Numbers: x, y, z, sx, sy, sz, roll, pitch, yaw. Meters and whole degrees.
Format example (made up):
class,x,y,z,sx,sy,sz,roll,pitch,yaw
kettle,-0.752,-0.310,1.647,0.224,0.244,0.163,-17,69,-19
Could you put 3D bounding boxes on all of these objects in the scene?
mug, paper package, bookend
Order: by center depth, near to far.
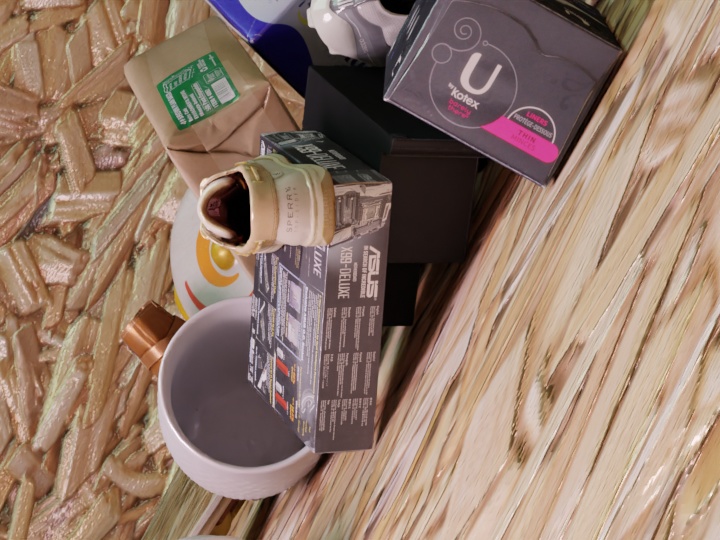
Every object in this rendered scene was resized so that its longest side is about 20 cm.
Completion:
class,x,y,z,sx,sy,sz,roll,pitch,yaw
bookend,0.022,-0.034,1.586,0.200,0.092,0.199,-134,47,-63
mug,-0.072,0.104,1.756,0.200,0.148,0.175,-33,-13,-14
paper package,-0.099,-0.096,1.777,0.103,0.191,0.200,-33,30,0

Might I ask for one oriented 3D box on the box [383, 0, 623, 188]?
class,x,y,z,sx,sy,sz,roll,pitch,yaw
box,0.091,-0.144,1.404,0.106,0.122,0.200,-61,5,13

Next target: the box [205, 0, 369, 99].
class,x,y,z,sx,sy,sz,roll,pitch,yaw
box,-0.022,-0.262,1.837,0.200,0.105,0.184,-44,-25,3

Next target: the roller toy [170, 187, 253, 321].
class,x,y,z,sx,sy,sz,roll,pitch,yaw
roller toy,-0.087,-0.018,1.992,0.200,0.140,0.183,20,103,43

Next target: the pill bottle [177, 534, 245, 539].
class,x,y,z,sx,sy,sz,roll,pitch,yaw
pill bottle,-0.111,0.242,1.435,0.116,0.116,0.200,-64,5,-21

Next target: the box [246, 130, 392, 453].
class,x,y,z,sx,sy,sz,roll,pitch,yaw
box,-0.033,0.012,1.532,0.158,0.050,0.200,-143,54,-64

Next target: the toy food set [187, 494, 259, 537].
class,x,y,z,sx,sy,sz,roll,pitch,yaw
toy food set,-0.119,0.239,1.934,0.200,0.060,0.144,-56,0,-38

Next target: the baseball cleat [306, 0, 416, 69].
class,x,y,z,sx,sy,sz,roll,pitch,yaw
baseball cleat,0.042,-0.188,1.657,0.200,0.106,0.070,1,-101,-61

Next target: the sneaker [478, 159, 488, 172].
class,x,y,z,sx,sy,sz,roll,pitch,yaw
sneaker,0.091,-0.131,1.658,0.200,0.078,0.140,106,-174,-64

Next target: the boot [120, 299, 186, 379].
class,x,y,z,sx,sy,sz,roll,pitch,yaw
boot,-0.145,0.086,1.940,0.074,0.155,0.200,-52,1,-4

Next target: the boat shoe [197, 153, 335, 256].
class,x,y,z,sx,sy,sz,roll,pitch,yaw
boat shoe,-0.081,-0.047,1.484,0.200,0.069,0.074,177,91,-68
